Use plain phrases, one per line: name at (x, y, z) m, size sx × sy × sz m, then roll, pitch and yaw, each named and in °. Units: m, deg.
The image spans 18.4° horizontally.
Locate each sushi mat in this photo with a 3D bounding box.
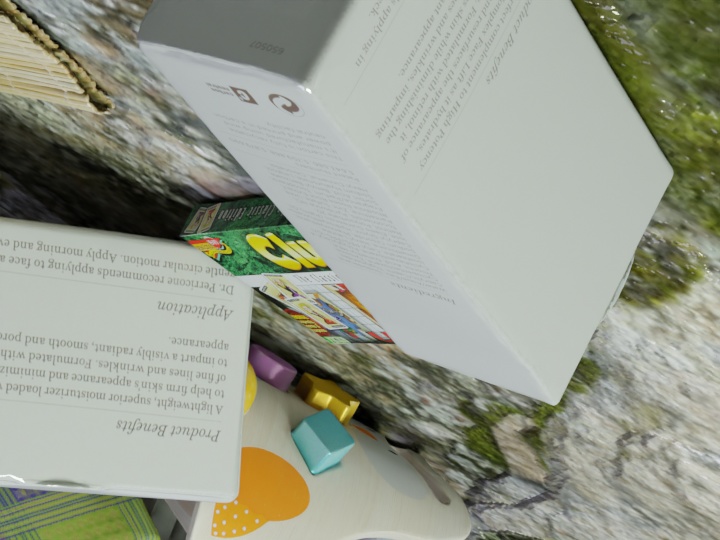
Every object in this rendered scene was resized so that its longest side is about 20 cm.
sushi mat at (-0.207, -0.113, 1.059) m, size 0.199 × 0.012 × 0.096 m, roll 13°, pitch 157°, yaw 43°

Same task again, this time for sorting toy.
sorting toy at (-0.030, 0.106, 1.277) m, size 0.179 × 0.108 × 0.200 m, roll 20°, pitch -172°, yaw -24°

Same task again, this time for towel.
towel at (-0.215, 0.097, 1.285) m, size 0.200 × 0.143 × 0.023 m, roll 51°, pitch 130°, yaw 23°

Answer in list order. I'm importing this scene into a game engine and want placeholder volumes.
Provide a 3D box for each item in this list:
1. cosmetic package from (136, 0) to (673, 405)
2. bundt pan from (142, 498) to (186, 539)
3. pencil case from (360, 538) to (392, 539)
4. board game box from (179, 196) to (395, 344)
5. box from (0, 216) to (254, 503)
cosmetic package at (0.022, -0.050, 0.715) m, size 0.074 × 0.102 × 0.200 m, roll 17°, pitch 159°, yaw 35°
bundt pan at (-0.101, 0.182, 1.393) m, size 0.200 × 0.076 × 0.202 m, roll 16°, pitch 157°, yaw 7°
pencil case at (-0.059, 0.162, 1.505) m, size 0.199 × 0.091 × 0.084 m, roll 22°, pitch 128°, yaw 19°
board game box at (0.000, 0.000, 1.037) m, size 0.105 × 0.024 × 0.200 m, roll 39°, pitch 161°, yaw -22°
box at (-0.185, 0.044, 1.157) m, size 0.198 × 0.132 × 0.200 m, roll 8°, pitch 175°, yaw -30°
